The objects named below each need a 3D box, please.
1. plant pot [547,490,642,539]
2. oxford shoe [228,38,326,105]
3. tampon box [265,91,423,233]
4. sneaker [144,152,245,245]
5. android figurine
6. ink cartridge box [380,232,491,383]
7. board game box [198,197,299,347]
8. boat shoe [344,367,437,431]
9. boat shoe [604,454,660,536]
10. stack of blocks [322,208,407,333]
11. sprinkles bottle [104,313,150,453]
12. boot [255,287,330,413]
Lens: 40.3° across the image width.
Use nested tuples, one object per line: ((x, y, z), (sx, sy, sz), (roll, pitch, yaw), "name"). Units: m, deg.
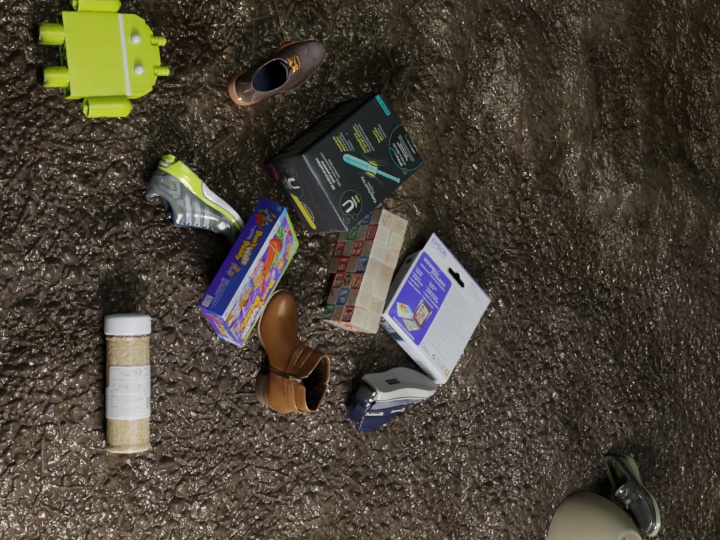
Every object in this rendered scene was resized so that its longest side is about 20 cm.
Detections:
((0.500, 0.565, 2.011), (0.199, 0.134, 0.202), (1, 88, -36), "plant pot")
((-0.121, -0.328, 1.613), (0.200, 0.073, 0.072), (-38, 110, -30), "oxford shoe")
((-0.026, -0.180, 1.647), (0.200, 0.126, 0.150), (-42, 112, -27), "tampon box")
((-0.255, -0.091, 1.527), (0.200, 0.074, 0.081), (44, 80, -24), "sneaker")
((-0.378, -0.318, 1.451), (0.199, 0.041, 0.184), (-6, 92, -34), "android figurine")
((0.135, 0.069, 1.808), (0.198, 0.043, 0.201), (48, 60, -26), "ink cartridge box")
((-0.172, 0.005, 1.544), (0.201, 0.045, 0.135), (-62, 163, -19), "board game box")
((0.051, 0.232, 1.743), (0.199, 0.075, 0.093), (5, 119, -48), "boat shoe")
((0.561, 0.467, 2.049), (0.066, 0.202, 0.072), (12, 125, -19), "boat shoe")
((0.000, 0.000, 1.671), (0.058, 0.115, 0.201), (23, 77, -33), "stack of blocks")
((-0.344, 0.166, 1.451), (0.068, 0.068, 0.202), (0, 90, -35), "sprinkles bottle")
((-0.106, 0.128, 1.568), (0.076, 0.155, 0.202), (18, 79, -33), "boot")
